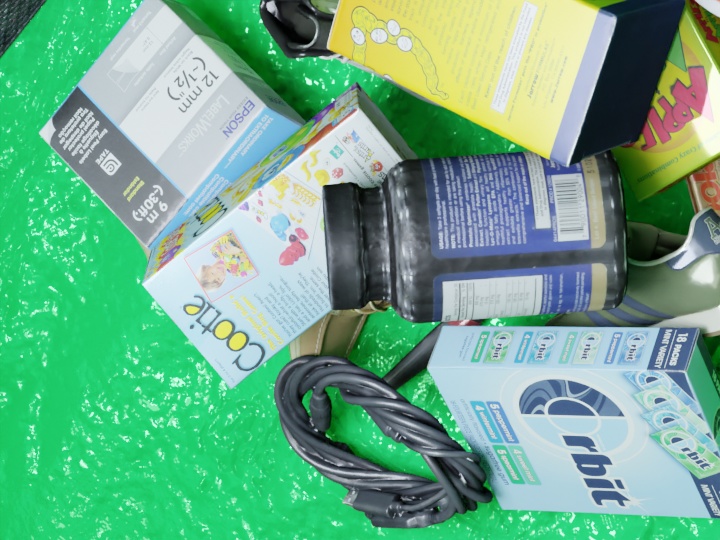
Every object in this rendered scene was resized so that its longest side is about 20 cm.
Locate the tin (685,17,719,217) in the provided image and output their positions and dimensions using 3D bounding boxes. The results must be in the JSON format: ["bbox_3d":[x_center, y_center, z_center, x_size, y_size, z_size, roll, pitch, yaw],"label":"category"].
[{"bbox_3d":[0.278,-0.085,1.616,0.111,0.042,0.201,-12,98,27],"label":"tin"}]

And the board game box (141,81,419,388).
[{"bbox_3d":[-0.047,-0.027,1.679,0.200,0.103,0.105,-38,103,8],"label":"board game box"}]

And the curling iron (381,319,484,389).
[{"bbox_3d":[0.069,0.035,1.770,0.049,0.026,0.200,27,127,-22],"label":"curling iron"}]

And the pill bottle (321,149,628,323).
[{"bbox_3d":[0.076,-0.022,1.573,0.199,0.112,0.113,-4,105,-2],"label":"pill bottle"}]

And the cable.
[{"bbox_3d":[0.018,0.128,1.767,0.200,0.051,0.164,-6,122,57],"label":"cable"}]

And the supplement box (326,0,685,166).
[{"bbox_3d":[0.096,-0.165,1.561,0.199,0.109,0.110,29,116,25],"label":"supplement box"}]

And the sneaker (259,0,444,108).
[{"bbox_3d":[0.012,-0.158,1.696,0.200,0.115,0.076,25,115,21],"label":"sneaker"}]

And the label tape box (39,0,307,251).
[{"bbox_3d":[-0.126,-0.090,1.754,0.200,0.066,0.143,45,102,21],"label":"label tape box"}]

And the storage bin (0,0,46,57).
[{"bbox_3d":[-0.354,-0.223,1.894,0.135,0.094,0.200,50,120,8],"label":"storage bin"}]

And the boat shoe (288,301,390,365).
[{"bbox_3d":[0.000,0.000,1.774,0.066,0.074,0.201,27,116,25],"label":"boat shoe"}]

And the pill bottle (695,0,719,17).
[{"bbox_3d":[0.294,-0.258,1.513,0.112,0.112,0.201,28,115,19],"label":"pill bottle"}]

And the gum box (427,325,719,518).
[{"bbox_3d":[0.170,0.110,1.680,0.199,0.045,0.170,-1,137,28],"label":"gum box"}]

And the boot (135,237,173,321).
[{"bbox_3d":[-0.114,-0.070,1.821,0.200,0.073,0.156,-36,84,35],"label":"boot"}]

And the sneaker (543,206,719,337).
[{"bbox_3d":[0.196,0.006,1.653,0.200,0.067,0.090,-15,103,47],"label":"sneaker"}]

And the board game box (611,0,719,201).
[{"bbox_3d":[0.191,-0.161,1.596,0.101,0.048,0.201,-31,84,33],"label":"board game box"}]
